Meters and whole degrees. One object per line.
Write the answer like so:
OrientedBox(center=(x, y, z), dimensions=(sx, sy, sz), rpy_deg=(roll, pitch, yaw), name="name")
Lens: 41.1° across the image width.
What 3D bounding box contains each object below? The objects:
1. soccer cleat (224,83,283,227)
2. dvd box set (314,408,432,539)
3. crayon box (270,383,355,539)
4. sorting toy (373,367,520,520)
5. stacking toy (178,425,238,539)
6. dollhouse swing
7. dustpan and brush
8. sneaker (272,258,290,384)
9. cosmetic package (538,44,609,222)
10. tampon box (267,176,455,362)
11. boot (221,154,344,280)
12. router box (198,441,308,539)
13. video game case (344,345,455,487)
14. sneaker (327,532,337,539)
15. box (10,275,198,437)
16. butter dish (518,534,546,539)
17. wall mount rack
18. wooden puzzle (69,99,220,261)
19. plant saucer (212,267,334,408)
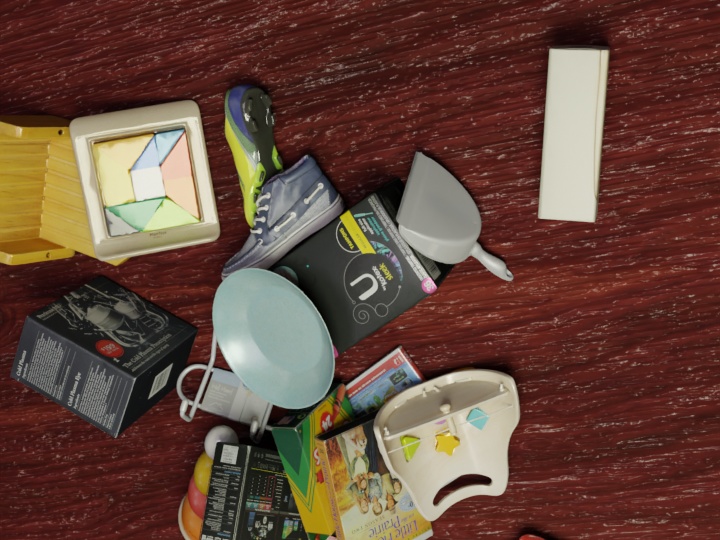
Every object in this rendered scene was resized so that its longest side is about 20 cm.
OrientedBox(center=(-0.151, -0.158, 1.340), dimensions=(0.083, 0.064, 0.204), rpy_deg=(18, 119, 47), name="soccer cleat")
OrientedBox(center=(0.021, 0.304, 1.343), dimensions=(0.029, 0.144, 0.204), rpy_deg=(6, 110, 58), name="dvd box set")
OrientedBox(center=(-0.045, 0.279, 1.364), dimensions=(0.050, 0.127, 0.204), rpy_deg=(-5, 111, 35), name="crayon box")
OrientedBox(center=(0.123, 0.246, 1.314), dimensions=(0.196, 0.107, 0.183), rpy_deg=(-18, 105, -7), name="sorting toy")
OrientedBox(center=(-0.194, 0.301, 1.387), dimensions=(0.143, 0.147, 0.203), rpy_deg=(16, 131, 12), name="stacking toy")
OrientedBox(center=(-0.438, -0.100, 1.383), dimensions=(0.174, 0.180, 0.204), rpy_deg=(24, 110, 31), name="dollhouse swing")
OrientedBox(center=(0.130, -0.048, 1.255), dimensions=(0.198, 0.141, 0.057), rpy_deg=(29, 140, -12), name="dustpan and brush")
OrientedBox(center=(-0.109, 0.066, 1.374), dimensions=(0.076, 0.088, 0.204), rpy_deg=(-14, 80, 40), name="sneaker")
OrientedBox(center=(0.262, -0.170, 1.179), dimensions=(0.072, 0.104, 0.204), rpy_deg=(4, 106, 15), name="cosmetic package")
OrientedBox(center=(0.000, 0.000, 1.289), dimensions=(0.199, 0.126, 0.151), rpy_deg=(-35, 91, 22), name="tampon box")
OrientedBox(center=(-0.124, -0.069, 1.310), dimensions=(0.199, 0.073, 0.091), rpy_deg=(-37, 110, -5), name="boot")
OrientedBox(center=(-0.137, 0.328, 1.339), dimensions=(0.061, 0.199, 0.153), rpy_deg=(1, 74, 28), name="router box")
OrientedBox(center=(0.063, 0.228, 1.387), dimensions=(0.142, 0.017, 0.201), rpy_deg=(-36, 92, 22), name="video game case")
OrientedBox(center=(-0.021, 0.416, 1.437), dimensions=(0.105, 0.075, 0.200), rpy_deg=(-45, 80, 7), name="sneaker")
OrientedBox(center=(-0.366, 0.118, 1.392), dimensions=(0.180, 0.200, 0.106), rpy_deg=(26, 112, 8), name="box")
OrientedBox(center=(0.271, 0.502, 1.335), dimensions=(0.196, 0.148, 0.202), rpy_deg=(22, 68, 10), name="butter dish")
OrientedBox(center=(-0.178, 0.152, 1.417), dimensions=(0.196, 0.075, 0.177), rpy_deg=(14, 71, 12), name="wall mount rack")
OrientedBox(center=(-0.302, -0.127, 1.358), dimensions=(0.181, 0.037, 0.204), rpy_deg=(-11, 100, -9), name="wooden puzzle")
OrientedBox(center=(-0.108, 0.084, 1.266), dimensions=(0.198, 0.039, 0.205), rpy_deg=(15, 121, 27), name="plant saucer")
